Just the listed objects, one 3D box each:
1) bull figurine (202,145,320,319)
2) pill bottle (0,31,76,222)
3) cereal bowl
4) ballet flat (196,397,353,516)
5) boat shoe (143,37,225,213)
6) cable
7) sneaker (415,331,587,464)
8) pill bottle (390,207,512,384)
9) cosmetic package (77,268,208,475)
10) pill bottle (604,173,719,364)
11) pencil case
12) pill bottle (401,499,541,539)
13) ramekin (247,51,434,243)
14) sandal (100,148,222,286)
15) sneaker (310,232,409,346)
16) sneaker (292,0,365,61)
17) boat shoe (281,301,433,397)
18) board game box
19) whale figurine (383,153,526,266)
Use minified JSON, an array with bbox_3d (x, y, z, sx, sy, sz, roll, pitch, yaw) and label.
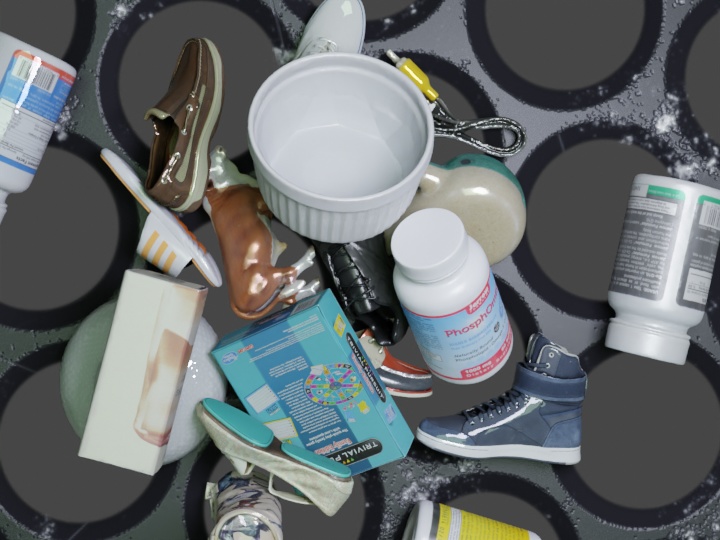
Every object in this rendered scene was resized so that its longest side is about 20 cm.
[{"bbox_3d":[-0.119,-0.047,1.584,0.120,0.065,0.203,-11,84,-5],"label":"bull figurine"},{"bbox_3d":[-0.405,-0.156,1.550,0.111,0.112,0.202,24,90,-3],"label":"pill bottle"},{"bbox_3d":[-0.249,0.128,1.580,0.197,0.083,0.203,0,92,-4],"label":"cereal bowl"},{"bbox_3d":[-0.104,0.212,1.539,0.198,0.067,0.063,27,103,5],"label":"ballet flat"},{"bbox_3d":[-0.202,-0.171,1.553,0.074,0.074,0.205,17,70,-40],"label":"boat shoe"},{"bbox_3d":[0.094,-0.169,1.605,0.198,0.050,0.098,27,94,-2],"label":"cable"},{"bbox_3d":[0.165,0.142,1.596,0.199,0.077,0.148,4,102,-13],"label":"sneaker"},{"bbox_3d":[0.098,0.028,1.531,0.107,0.201,0.110,-11,48,13],"label":"pill bottle"},{"bbox_3d":[-0.231,0.106,1.488,0.086,0.103,0.203,15,92,-3],"label":"cosmetic package"},{"bbox_3d":[0.347,-0.001,1.591,0.111,0.113,0.203,13,91,-3],"label":"pill bottle"},{"bbox_3d":[-0.130,0.279,1.530,0.088,0.200,0.079,0,96,-5],"label":"pencil case"},{"bbox_3d":[0.146,0.342,1.590,0.197,0.111,0.113,16,91,-3],"label":"pill bottle"},{"bbox_3d":[-0.023,-0.125,1.487,0.197,0.106,0.202,2,57,-4],"label":"ramekin"},{"bbox_3d":[-0.238,-0.048,1.583,0.059,0.079,0.207,-43,85,0],"label":"sandal"},{"bbox_3d":[0.000,0.000,1.553,0.075,0.091,0.200,-25,117,34],"label":"sneaker"},{"bbox_3d":[-0.048,-0.227,1.586,0.072,0.071,0.202,23,90,-3],"label":"sneaker"},{"bbox_3d":[-0.006,0.094,1.598,0.197,0.071,0.063,18,95,3],"label":"boat shoe"},{"bbox_3d":[-0.053,0.140,1.560,0.150,0.047,0.202,-23,105,25],"label":"board game box"},{"bbox_3d":[0.092,-0.068,1.592,0.197,0.104,0.160,-12,128,18],"label":"whale figurine"}]
